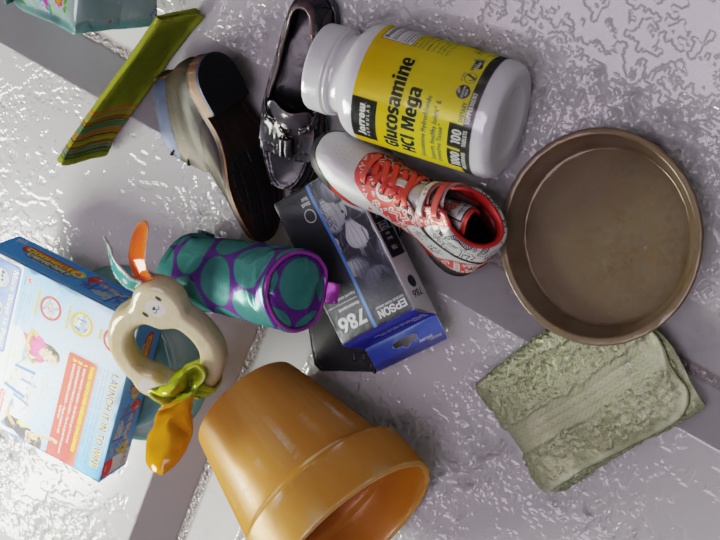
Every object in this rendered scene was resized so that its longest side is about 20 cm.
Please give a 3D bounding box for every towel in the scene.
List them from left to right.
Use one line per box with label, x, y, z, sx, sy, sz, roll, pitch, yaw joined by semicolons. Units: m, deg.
towel;-0.235;-0.185;1.775;0.018;0.086;0.200;44;117;7
towel;0.217;0.116;1.674;0.200;0.036;0.149;-35;87;29

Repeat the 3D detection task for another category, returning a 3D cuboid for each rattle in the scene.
rattle;-0.217;0.074;1.710;0.129;0.143;0.201;15;136;28

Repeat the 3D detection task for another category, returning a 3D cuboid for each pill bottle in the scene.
pill bottle;0.050;-0.165;1.631;0.199;0.112;0.113;18;111;20

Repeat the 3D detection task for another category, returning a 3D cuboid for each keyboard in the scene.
keyboard;-0.005;0.006;1.759;0.126;0.021;0.202;0;105;31

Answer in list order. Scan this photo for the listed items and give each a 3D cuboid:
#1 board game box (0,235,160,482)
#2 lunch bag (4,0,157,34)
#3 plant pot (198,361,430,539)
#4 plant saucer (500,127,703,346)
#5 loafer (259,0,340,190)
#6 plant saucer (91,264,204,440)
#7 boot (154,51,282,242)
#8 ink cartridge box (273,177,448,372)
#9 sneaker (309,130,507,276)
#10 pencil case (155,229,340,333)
board game box;-0.325;0.094;1.875;0.195;0.056;0.201;25;114;17
lunch bag;-0.294;-0.339;1.739;0.200;0.121;0.172;28;121;46
plant pot;-0.062;0.198;1.754;0.183;0.200;0.201;48;119;24
plant saucer;0.225;-0.031;1.614;0.199;0.029;0.202;1;92;28
loafer;-0.067;-0.173;1.705;0.071;0.063;0.201;14;105;13
plant saucer;-0.258;0.095;1.895;0.199;0.036;0.202;7;107;23
boot;-0.145;-0.124;1.776;0.097;0.075;0.201;1;113;49
ink cartridge box;0.000;0.000;1.720;0.099;0.039;0.201;-28;89;33
sneaker;0.050;-0.076;1.639;0.201;0.067;0.108;38;161;-6
pencil case;-0.117;0.010;1.741;0.199;0.092;0.086;10;87;51
